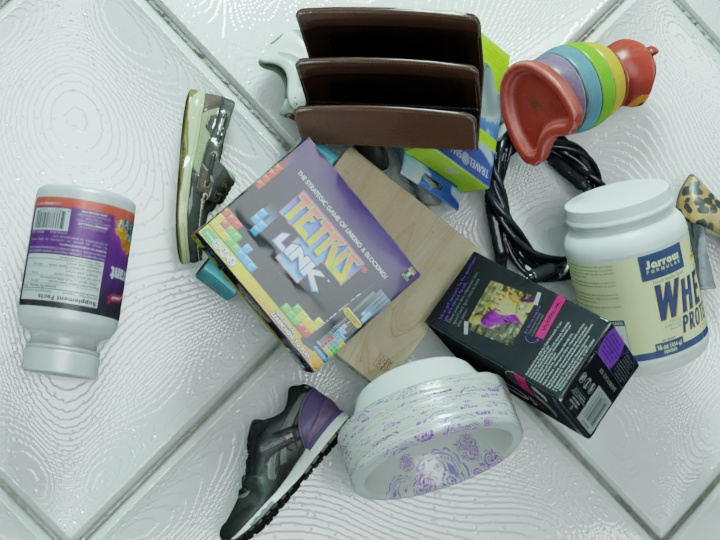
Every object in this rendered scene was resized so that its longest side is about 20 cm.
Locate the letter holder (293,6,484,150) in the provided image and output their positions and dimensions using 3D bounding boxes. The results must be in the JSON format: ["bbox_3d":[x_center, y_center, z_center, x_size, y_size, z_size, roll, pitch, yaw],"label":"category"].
[{"bbox_3d":[0.030,-0.208,1.557,0.199,0.142,0.101,3,69,8],"label":"letter holder"}]

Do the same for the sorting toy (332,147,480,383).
[{"bbox_3d":[0.000,0.000,1.665,0.198,0.070,0.200,38,78,-8],"label":"sorting toy"}]

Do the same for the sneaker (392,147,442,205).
[{"bbox_3d":[0.050,-0.172,1.709,0.074,0.082,0.201,-28,108,-54],"label":"sneaker"}]

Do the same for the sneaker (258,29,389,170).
[{"bbox_3d":[-0.045,-0.186,1.681,0.088,0.074,0.200,-34,83,-11],"label":"sneaker"}]

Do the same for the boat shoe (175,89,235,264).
[{"bbox_3d":[-0.175,-0.107,1.642,0.066,0.072,0.202,3,79,-7],"label":"boat shoe"}]

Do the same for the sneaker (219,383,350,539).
[{"bbox_3d":[-0.104,0.217,1.632,0.087,0.076,0.200,39,74,9],"label":"sneaker"}]

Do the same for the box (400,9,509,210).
[{"bbox_3d":[0.111,-0.185,1.680,0.122,0.047,0.201,29,64,-45],"label":"box"}]

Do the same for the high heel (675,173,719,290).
[{"bbox_3d":[0.490,-0.061,1.776,0.199,0.071,0.144,-10,92,-4],"label":"high heel"}]

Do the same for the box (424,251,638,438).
[{"bbox_3d":[0.192,0.083,1.622,0.200,0.122,0.106,30,79,37],"label":"box"}]

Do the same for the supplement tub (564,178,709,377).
[{"bbox_3d":[0.317,0.008,1.675,0.144,0.145,0.201,-19,105,-13],"label":"supplement tub"}]

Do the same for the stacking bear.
[{"bbox_3d":[0.273,-0.220,1.720,0.199,0.121,0.114,-22,77,-33],"label":"stacking bear"}]

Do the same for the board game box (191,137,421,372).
[{"bbox_3d":[-0.059,-0.016,1.584,0.165,0.057,0.200,-42,98,-13],"label":"board game box"}]

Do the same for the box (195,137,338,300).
[{"bbox_3d":[-0.107,-0.061,1.645,0.049,0.082,0.200,37,78,-6],"label":"box"}]

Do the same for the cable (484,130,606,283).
[{"bbox_3d":[0.226,-0.087,1.736,0.162,0.051,0.201,-10,85,-13],"label":"cable"}]

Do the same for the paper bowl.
[{"bbox_3d":[0.072,0.169,1.602,0.199,0.201,0.105,-12,65,-13],"label":"paper bowl"}]

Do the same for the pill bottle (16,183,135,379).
[{"bbox_3d":[-0.314,0.014,1.578,0.111,0.111,0.201,9,82,-11],"label":"pill bottle"}]
